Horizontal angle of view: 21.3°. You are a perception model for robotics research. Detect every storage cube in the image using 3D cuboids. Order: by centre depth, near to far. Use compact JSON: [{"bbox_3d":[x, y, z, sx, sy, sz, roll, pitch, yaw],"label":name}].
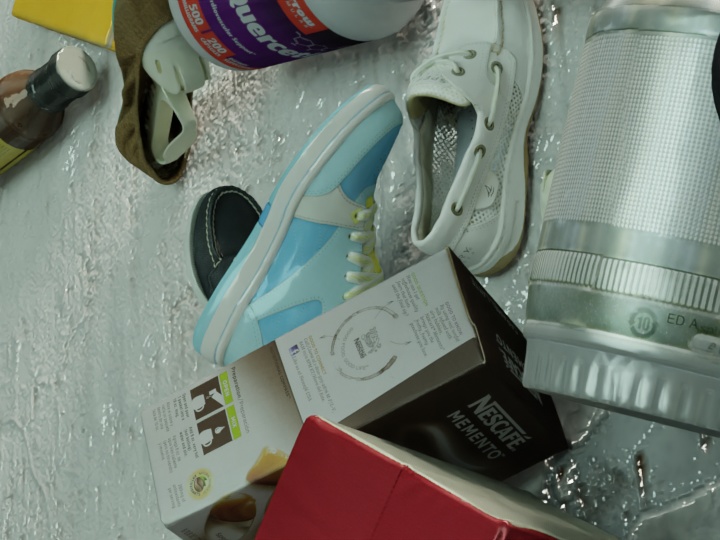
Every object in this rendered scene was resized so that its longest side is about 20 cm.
[{"bbox_3d":[0.045,0.197,0.941,0.171,0.199,0.181,22,89,53],"label":"storage cube"}]

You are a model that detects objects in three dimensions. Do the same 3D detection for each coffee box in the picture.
[{"bbox_3d":[-0.004,0.087,1.049,0.199,0.114,0.080,-29,51,15],"label":"coffee box"}]

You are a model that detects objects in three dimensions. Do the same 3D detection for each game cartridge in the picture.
[{"bbox_3d":[-0.215,-0.278,1.576,0.200,0.032,0.178,25,97,55],"label":"game cartridge"}]

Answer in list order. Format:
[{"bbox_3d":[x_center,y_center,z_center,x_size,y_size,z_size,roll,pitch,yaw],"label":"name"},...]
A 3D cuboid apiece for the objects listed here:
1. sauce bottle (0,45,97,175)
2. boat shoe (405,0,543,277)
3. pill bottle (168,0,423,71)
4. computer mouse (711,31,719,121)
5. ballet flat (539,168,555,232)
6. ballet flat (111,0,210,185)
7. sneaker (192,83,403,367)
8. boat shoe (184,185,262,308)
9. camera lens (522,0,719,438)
[{"bbox_3d":[-0.287,-0.126,1.581,0.199,0.064,0.065,-28,56,41],"label":"sauce bottle"},{"bbox_3d":[0.061,-0.101,1.128,0.071,0.069,0.202,-20,62,47],"label":"boat shoe"},{"bbox_3d":[-0.032,-0.198,1.245,0.199,0.112,0.113,-6,72,51],"label":"pill bottle"},{"bbox_3d":[0.226,-0.038,0.790,0.138,0.200,0.053,-37,-1,-4],"label":"computer mouse"},{"bbox_3d":[0.132,-0.060,1.028,0.069,0.069,0.201,35,105,51],"label":"ballet flat"},{"bbox_3d":[-0.138,-0.134,1.353,0.072,0.067,0.201,51,148,28],"label":"ballet flat"},{"bbox_3d":[0.000,0.000,1.134,0.130,0.079,0.201,36,110,11],"label":"sneaker"},{"bbox_3d":[-0.061,0.026,1.229,0.060,0.075,0.201,-48,54,51],"label":"boat shoe"},{"bbox_3d":[0.167,-0.026,0.893,0.159,0.159,0.202,9,84,52],"label":"camera lens"}]
